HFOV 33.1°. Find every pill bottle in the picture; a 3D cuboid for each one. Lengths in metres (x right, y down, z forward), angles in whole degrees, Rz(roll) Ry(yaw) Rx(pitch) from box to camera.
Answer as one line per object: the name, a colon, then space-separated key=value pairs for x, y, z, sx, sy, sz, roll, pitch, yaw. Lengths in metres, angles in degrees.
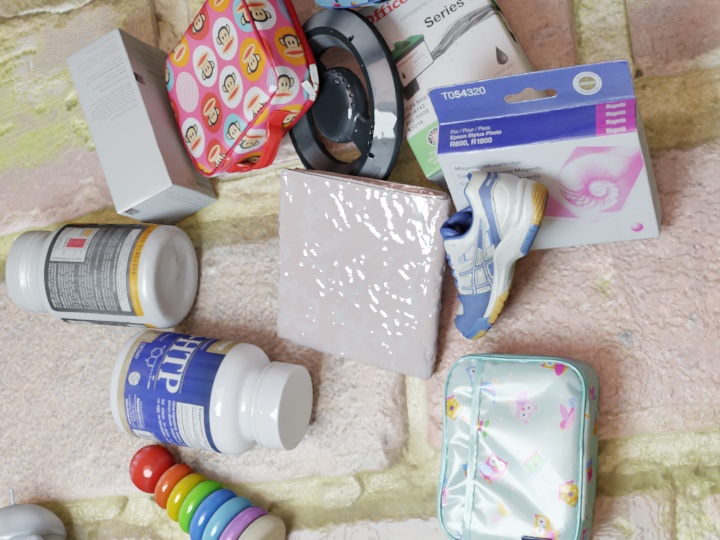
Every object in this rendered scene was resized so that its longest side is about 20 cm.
pill bottle: x=-0.158 y=0.134 z=1.309 sx=0.197 sy=0.119 sz=0.122 roll=6 pitch=87 yaw=21
pill bottle: x=-0.294 y=0.004 z=1.378 sx=0.197 sy=0.116 sz=0.118 roll=3 pitch=85 yaw=21

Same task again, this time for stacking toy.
stacking toy: x=-0.180 y=0.259 z=1.330 sx=0.199 sy=0.085 sz=0.086 roll=30 pitch=95 yaw=26

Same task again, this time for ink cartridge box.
ink cartridge box: x=0.178 y=-0.101 z=1.168 sx=0.194 sy=0.201 sz=0.044 roll=-6 pitch=48 yaw=22
ink cartridge box: x=0.095 y=-0.211 z=1.263 sx=0.145 sy=0.084 sz=0.202 roll=-31 pitch=75 yaw=16

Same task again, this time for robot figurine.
robot figurine: x=-0.382 y=0.353 z=1.373 sx=0.169 sy=0.112 sz=0.203 roll=-41 pitch=57 yaw=51

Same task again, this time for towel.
towel: x=0.000 y=0.000 z=1.272 sx=0.189 sy=0.032 sz=0.203 roll=13 pitch=114 yaw=23

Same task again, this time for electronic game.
electronic game: x=-0.021 y=-0.175 z=1.284 sx=0.199 sy=0.041 sz=0.203 roll=19 pitch=115 yaw=49

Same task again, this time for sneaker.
sneaker: x=0.116 y=-0.019 z=1.198 sx=0.087 sy=0.076 sz=0.202 roll=19 pitch=129 yaw=2

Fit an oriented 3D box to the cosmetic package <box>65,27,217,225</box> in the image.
cosmetic package: x=-0.249 y=-0.159 z=1.382 sx=0.080 sy=0.113 sz=0.202 roll=-27 pitch=77 yaw=17

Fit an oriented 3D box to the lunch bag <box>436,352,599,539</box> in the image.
lunch bag: x=0.153 y=0.184 z=1.202 sx=0.158 sy=0.077 sz=0.203 roll=3 pitch=85 yaw=22

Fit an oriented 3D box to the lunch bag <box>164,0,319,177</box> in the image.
lunch bag: x=-0.129 y=-0.195 z=1.314 sx=0.200 sy=0.081 sz=0.178 roll=-40 pitch=67 yaw=46

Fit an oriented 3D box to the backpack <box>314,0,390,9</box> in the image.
backpack: x=0.018 y=-0.363 z=1.226 sx=0.182 sy=0.135 sz=0.201 roll=15 pitch=61 yaw=51
